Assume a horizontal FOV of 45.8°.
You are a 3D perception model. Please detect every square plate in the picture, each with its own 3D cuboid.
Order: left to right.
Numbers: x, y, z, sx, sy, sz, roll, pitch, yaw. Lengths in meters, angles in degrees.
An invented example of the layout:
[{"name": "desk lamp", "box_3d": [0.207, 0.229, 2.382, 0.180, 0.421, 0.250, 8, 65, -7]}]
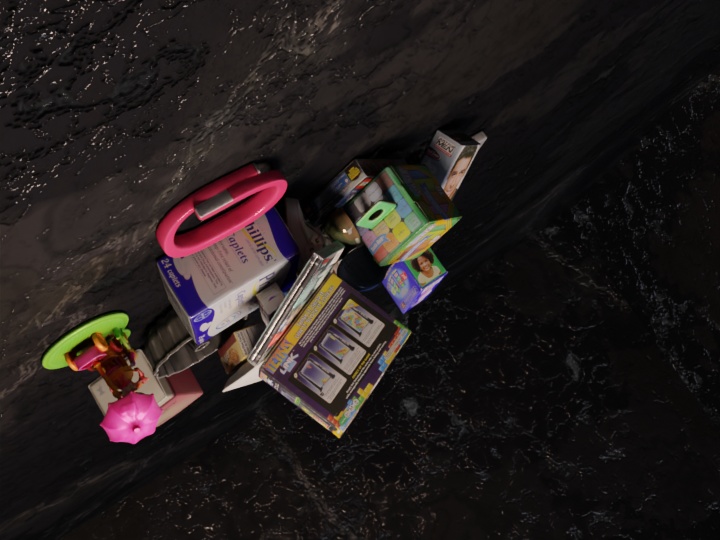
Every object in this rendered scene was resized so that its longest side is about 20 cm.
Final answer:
[{"name": "square plate", "box_3d": [-0.141, 0.155, 1.592, 0.198, 0.029, 0.197, -14, 161, -48]}]

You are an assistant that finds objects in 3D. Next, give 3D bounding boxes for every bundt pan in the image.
[{"name": "bundt pan", "box_3d": [-0.304, 0.107, 1.544, 0.200, 0.076, 0.202, -34, 168, -8]}]

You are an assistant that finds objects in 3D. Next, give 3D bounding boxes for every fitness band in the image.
[{"name": "fitness band", "box_3d": [-0.192, -0.084, 1.189, 0.198, 0.038, 0.144, -30, 171, -23]}]

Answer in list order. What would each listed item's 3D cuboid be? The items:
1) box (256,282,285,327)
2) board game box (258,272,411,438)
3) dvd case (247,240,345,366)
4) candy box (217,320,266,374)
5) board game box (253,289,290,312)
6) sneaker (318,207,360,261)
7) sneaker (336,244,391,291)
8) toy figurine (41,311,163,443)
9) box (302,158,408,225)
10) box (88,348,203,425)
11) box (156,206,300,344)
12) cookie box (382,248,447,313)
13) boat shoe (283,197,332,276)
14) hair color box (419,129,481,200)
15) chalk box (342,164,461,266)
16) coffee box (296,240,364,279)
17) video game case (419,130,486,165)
[{"name": "box", "box_3d": [-0.143, 0.067, 1.412, 0.041, 0.039, 0.200, -32, 170, -11]}, {"name": "board game box", "box_3d": [-0.040, 0.133, 1.354, 0.201, 0.164, 0.057, -52, 172, -22]}, {"name": "dvd case", "box_3d": [-0.098, 0.048, 1.331, 0.202, 0.022, 0.146, -56, 175, 15]}, {"name": "candy box", "box_3d": [-0.164, 0.126, 1.630, 0.197, 0.056, 0.115, -21, 168, -31]}, {"name": "board game box", "box_3d": [-0.167, 0.058, 1.687, 0.148, 0.037, 0.199, -6, -179, 23]}, {"name": "sneaker", "box_3d": [-0.053, -0.044, 1.479, 0.089, 0.068, 0.200, -36, 174, -7]}, {"name": "sneaker", "box_3d": [0.000, 0.000, 1.483, 0.082, 0.075, 0.200, -33, 180, 26]}, {"name": "toy figurine", "box_3d": [-0.384, 0.187, 1.356, 0.149, 0.186, 0.200, -34, 170, 0]}, {"name": "box", "box_3d": [-0.001, -0.141, 1.508, 0.136, 0.040, 0.199, -39, 169, 25]}, {"name": "box", "box_3d": [-0.413, 0.233, 1.663, 0.127, 0.110, 0.200, -35, 170, 5]}, {"name": "box", "box_3d": [-0.204, 0.005, 1.342, 0.198, 0.106, 0.184, -33, 170, -15]}, {"name": "cookie box", "box_3d": [0.079, -0.034, 1.782, 0.075, 0.202, 0.171, -31, 170, -20]}, {"name": "boat shoe", "box_3d": [-0.080, -0.041, 1.403, 0.068, 0.072, 0.202, -11, 132, 3]}, {"name": "hair color box", "box_3d": [0.144, -0.165, 1.619, 0.099, 0.060, 0.202, -18, 138, -59]}, {"name": "chalk box", "box_3d": [0.065, -0.095, 1.460, 0.124, 0.125, 0.199, -40, 168, 27]}, {"name": "coffee box", "box_3d": [-0.023, -0.039, 1.652, 0.197, 0.081, 0.113, -24, 174, 23]}, {"name": "video game case", "box_3d": [0.161, -0.202, 1.793, 0.181, 0.023, 0.200, -31, 169, -24]}]
